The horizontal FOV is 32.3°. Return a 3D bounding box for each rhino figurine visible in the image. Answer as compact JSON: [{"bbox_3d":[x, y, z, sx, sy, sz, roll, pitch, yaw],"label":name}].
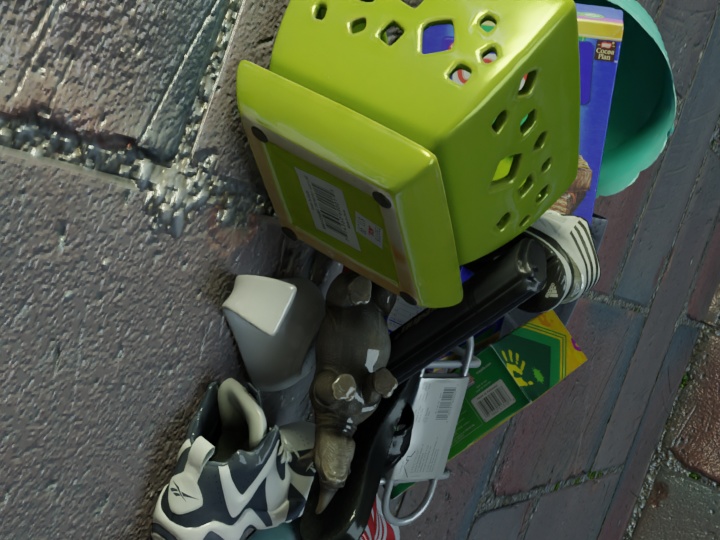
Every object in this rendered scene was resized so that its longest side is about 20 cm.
[{"bbox_3d":[-0.009,0.088,0.963,0.087,0.059,0.203,160,-57,-71],"label":"rhino figurine"}]

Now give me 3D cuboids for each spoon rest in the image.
[{"bbox_3d":[-0.067,0.041,0.984,0.100,0.060,0.200,-63,169,-11],"label":"spoon rest"}]

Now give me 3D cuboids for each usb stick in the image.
[{"bbox_3d":[0.068,0.041,0.977,0.199,0.033,0.056,-38,-156,35],"label":"usb stick"}]

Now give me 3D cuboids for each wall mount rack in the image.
[{"bbox_3d":[0.022,0.129,1.130,0.172,0.074,0.203,4,106,-40],"label":"wall mount rack"}]

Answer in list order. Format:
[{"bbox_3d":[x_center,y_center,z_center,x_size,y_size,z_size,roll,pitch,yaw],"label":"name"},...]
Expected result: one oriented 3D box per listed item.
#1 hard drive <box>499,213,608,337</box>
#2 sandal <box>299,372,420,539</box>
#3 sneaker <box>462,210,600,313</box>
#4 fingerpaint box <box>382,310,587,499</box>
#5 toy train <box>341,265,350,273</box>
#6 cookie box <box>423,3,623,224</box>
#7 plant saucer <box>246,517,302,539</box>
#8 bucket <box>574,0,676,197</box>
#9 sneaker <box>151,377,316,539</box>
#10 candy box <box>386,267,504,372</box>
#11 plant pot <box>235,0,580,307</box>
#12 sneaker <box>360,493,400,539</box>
[{"bbox_3d":[0.188,0.015,1.411,0.133,0.042,0.202,7,116,-27],"label":"hard drive"},{"bbox_3d":[0.005,0.149,1.029,0.048,0.075,0.202,49,49,-33],"label":"sandal"},{"bbox_3d":[0.115,-0.036,1.037,0.115,0.200,0.076,-6,130,-53],"label":"sneaker"},{"bbox_3d":[0.116,0.135,1.292,0.200,0.074,0.166,-40,170,31],"label":"fingerpaint box"},{"bbox_3d":[0.000,0.000,1.060,0.046,0.034,0.203,36,64,-65],"label":"toy train"},{"bbox_3d":[0.129,-0.131,1.076,0.075,0.169,0.203,-69,165,-68],"label":"cookie box"},{"bbox_3d":[-0.095,0.328,1.177,0.200,0.027,0.202,-47,148,-42],"label":"plant saucer"},{"bbox_3d":[0.196,-0.173,1.166,0.135,0.205,0.210,-49,153,-65],"label":"bucket"},{"bbox_3d":[-0.079,0.136,0.987,0.198,0.079,0.131,-19,135,-47],"label":"sneaker"},{"bbox_3d":[0.102,-0.016,1.251,0.169,0.076,0.202,-18,127,-60],"label":"candy box"},{"bbox_3d":[0.030,-0.104,0.897,0.182,0.198,0.201,-50,152,-21],"label":"plant pot"},{"bbox_3d":[-0.008,0.268,1.219,0.113,0.070,0.201,-78,161,-45],"label":"sneaker"}]
